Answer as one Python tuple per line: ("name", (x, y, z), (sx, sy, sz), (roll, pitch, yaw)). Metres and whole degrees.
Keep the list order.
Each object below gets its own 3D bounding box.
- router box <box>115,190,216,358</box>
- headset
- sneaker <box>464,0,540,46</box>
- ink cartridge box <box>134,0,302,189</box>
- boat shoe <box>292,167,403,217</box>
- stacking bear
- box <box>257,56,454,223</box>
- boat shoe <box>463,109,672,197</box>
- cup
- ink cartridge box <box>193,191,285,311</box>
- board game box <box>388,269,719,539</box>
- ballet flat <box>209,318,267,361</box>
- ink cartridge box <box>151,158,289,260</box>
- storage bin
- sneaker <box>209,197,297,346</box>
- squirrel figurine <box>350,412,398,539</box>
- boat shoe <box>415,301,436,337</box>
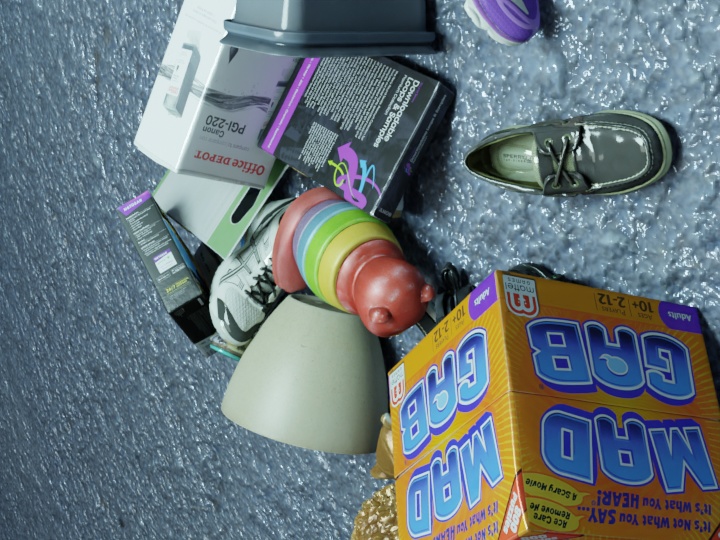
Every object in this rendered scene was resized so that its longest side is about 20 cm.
("router box", (-0.224, 0.010, 1.312), (0.151, 0.050, 0.200), (59, 174, 19))
("headset", (0.119, 0.026, 0.997), (0.200, 0.121, 0.096), (143, 107, -79))
("sneaker", (0.119, -0.286, 0.865), (0.083, 0.080, 0.204), (4, 110, 46))
("ink cartridge box", (-0.138, -0.200, 1.139), (0.084, 0.145, 0.203), (33, 106, 33))
("boat shoe", (-0.016, -0.123, 1.151), (0.199, 0.070, 0.071), (32, 111, 41))
("stacking bear", (0.000, 0.000, 1.102), (0.200, 0.120, 0.116), (41, 142, 50))
("box", (-0.010, -0.152, 1.086), (0.199, 0.036, 0.145), (34, 99, 42))
("boat shoe", (0.169, -0.093, 0.903), (0.199, 0.065, 0.073), (7, 112, 52))
("cup", (-0.051, 0.110, 1.231), (0.199, 0.198, 0.146), (19, 98, 48))
("ink cartridge box", (-0.158, 0.001, 1.403), (0.117, 0.066, 0.200), (60, 145, 14))
("board game box", (0.155, 0.148, 0.869), (0.200, 0.196, 0.203), (131, 143, -52))
("ballet flat", (-0.133, 0.092, 1.350), (0.072, 0.072, 0.200), (52, -179, 23))
("ink cartridge box", (-0.161, -0.102, 1.291), (0.199, 0.048, 0.147), (34, 90, 43))
("storage bin", (-0.028, -0.275, 0.986), (0.144, 0.197, 0.137), (23, 114, 46))
("sneaker", (-0.108, -0.008, 1.238), (0.087, 0.203, 0.075), (-13, 137, 45))
("squirrel figurine", (0.073, 0.231, 1.088), (0.186, 0.199, 0.143), (36, 140, 25))
("boat shoe", (0.105, 0.104, 1.075), (0.061, 0.075, 0.200), (-49, 58, 11))
